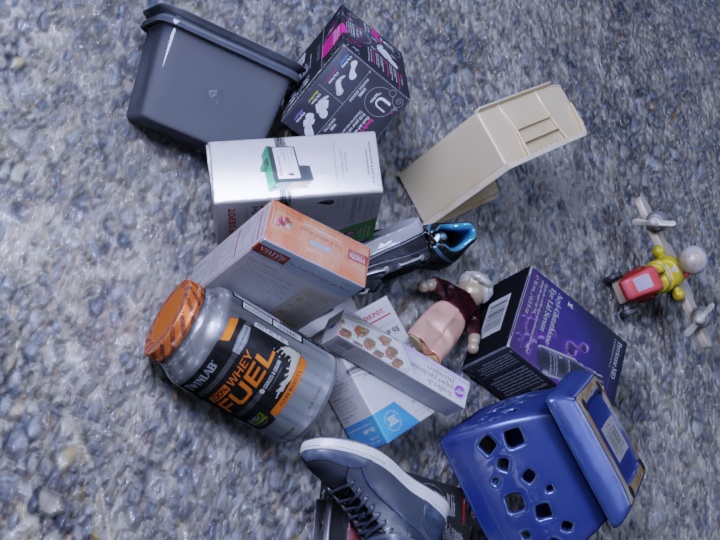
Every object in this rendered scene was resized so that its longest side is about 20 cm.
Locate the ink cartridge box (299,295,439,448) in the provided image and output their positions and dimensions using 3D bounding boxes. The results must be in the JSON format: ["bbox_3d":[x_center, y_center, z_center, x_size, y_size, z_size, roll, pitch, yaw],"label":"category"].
[{"bbox_3d":[0.006,0.113,1.403,0.115,0.067,0.201,-26,86,-41],"label":"ink cartridge box"}]

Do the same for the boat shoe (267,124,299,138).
[{"bbox_3d":[-0.063,-0.098,1.455,0.072,0.060,0.203,-19,81,-40],"label":"boat shoe"}]

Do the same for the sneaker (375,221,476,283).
[{"bbox_3d":[0.070,-0.036,1.512,0.199,0.082,0.074,-13,77,-39],"label":"sneaker"}]

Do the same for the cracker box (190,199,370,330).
[{"bbox_3d":[-0.098,0.006,1.287,0.133,0.200,0.058,26,56,-25],"label":"cracker box"}]

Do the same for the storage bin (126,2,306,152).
[{"bbox_3d":[-0.193,-0.222,1.382,0.199,0.145,0.135,22,85,-27],"label":"storage bin"}]

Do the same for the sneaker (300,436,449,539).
[{"bbox_3d":[0.007,0.280,1.217,0.202,0.077,0.147,34,50,-20],"label":"sneaker"}]

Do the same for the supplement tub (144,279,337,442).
[{"bbox_3d":[-0.136,0.100,1.267,0.199,0.122,0.123,32,53,-20],"label":"supplement tub"}]

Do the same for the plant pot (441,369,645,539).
[{"bbox_3d":[0.241,0.243,1.399,0.201,0.179,0.200,61,22,5],"label":"plant pot"}]

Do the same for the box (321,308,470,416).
[{"bbox_3d":[0.044,0.114,1.360,0.199,0.041,0.039,31,54,-21],"label":"box"}]

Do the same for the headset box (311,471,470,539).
[{"bbox_3d":[0.032,0.316,1.320,0.199,0.077,0.150,20,58,-27],"label":"headset box"}]

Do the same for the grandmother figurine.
[{"bbox_3d":[0.121,0.060,1.523,0.200,0.060,0.122,-41,103,-44],"label":"grandmother figurine"}]

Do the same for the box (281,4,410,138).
[{"bbox_3d":[-0.020,-0.239,1.460,0.114,0.132,0.200,36,21,-17],"label":"box"}]

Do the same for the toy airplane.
[{"bbox_3d":[0.499,0.002,1.775,0.199,0.141,0.200,32,53,-20],"label":"toy airplane"}]

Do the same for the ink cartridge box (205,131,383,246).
[{"bbox_3d":[-0.081,-0.093,1.336,0.198,0.146,0.085,-5,69,-6],"label":"ink cartridge box"}]

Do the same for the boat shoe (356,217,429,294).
[{"bbox_3d":[0.000,0.000,1.415,0.199,0.072,0.068,-25,102,-24],"label":"boat shoe"}]

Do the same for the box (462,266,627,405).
[{"bbox_3d":[0.260,0.120,1.566,0.199,0.104,0.149,36,52,-18],"label":"box"}]

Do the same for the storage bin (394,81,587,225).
[{"bbox_3d":[0.185,-0.163,1.581,0.198,0.200,0.094,-24,82,-41],"label":"storage bin"}]
